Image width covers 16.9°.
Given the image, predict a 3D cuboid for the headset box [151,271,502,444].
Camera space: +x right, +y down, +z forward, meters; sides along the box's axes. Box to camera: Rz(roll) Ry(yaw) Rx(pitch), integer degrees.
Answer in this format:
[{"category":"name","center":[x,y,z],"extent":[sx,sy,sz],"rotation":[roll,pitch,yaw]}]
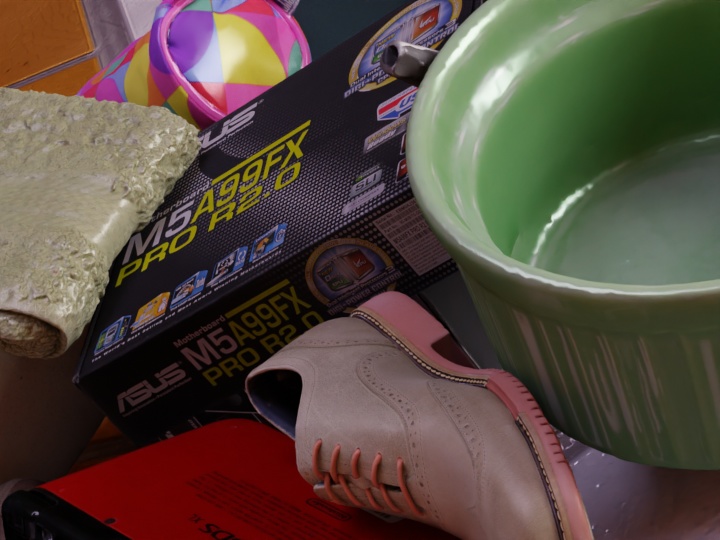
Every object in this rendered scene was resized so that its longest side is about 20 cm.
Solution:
[{"category":"headset box","center":[0.000,0.000,1.075],"extent":[0.199,0.075,0.149],"rotation":[-22,29,36]}]

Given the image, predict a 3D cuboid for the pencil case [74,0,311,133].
[{"category":"pencil case","center":[-0.096,-0.078,1.191],"extent":[0.089,0.088,0.200],"rotation":[-54,10,-32]}]

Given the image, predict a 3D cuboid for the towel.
[{"category":"towel","center":[-0.179,-0.026,1.068],"extent":[0.199,0.037,0.149],"rotation":[6,47,29]}]

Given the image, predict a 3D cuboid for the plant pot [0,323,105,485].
[{"category":"plant pot","center":[-0.189,0.038,1.148],"extent":[0.200,0.188,0.187],"rotation":[-41,23,-6]}]

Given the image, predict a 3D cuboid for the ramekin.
[{"category":"ramekin","center":[0.122,-0.026,0.833],"extent":[0.199,0.098,0.201],"rotation":[-11,42,10]}]

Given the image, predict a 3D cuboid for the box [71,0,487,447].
[{"category":"box","center":[-0.020,-0.030,1.005],"extent":[0.199,0.044,0.161],"rotation":[-29,28,26]}]

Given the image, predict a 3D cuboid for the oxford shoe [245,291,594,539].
[{"category":"oxford shoe","center":[0.020,0.070,0.847],"extent":[0.073,0.071,0.200],"rotation":[-20,21,-16]}]

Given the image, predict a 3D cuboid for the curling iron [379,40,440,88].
[{"category":"curling iron","center":[0.077,-0.050,0.929],"extent":[0.025,0.200,0.050],"rotation":[-1,73,40]}]

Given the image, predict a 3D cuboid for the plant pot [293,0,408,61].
[{"category":"plant pot","center":[-0.020,-0.139,1.290],"extent":[0.200,0.141,0.142],"rotation":[-30,23,40]}]

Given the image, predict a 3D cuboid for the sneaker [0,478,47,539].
[{"category":"sneaker","center":[-0.119,0.152,1.013],"extent":[0.075,0.071,0.200],"rotation":[-18,31,6]}]

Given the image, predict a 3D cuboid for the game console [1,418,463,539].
[{"category":"game console","center":[-0.047,0.154,0.876],"extent":[0.172,0.120,0.199],"rotation":[-18,27,-37]}]
